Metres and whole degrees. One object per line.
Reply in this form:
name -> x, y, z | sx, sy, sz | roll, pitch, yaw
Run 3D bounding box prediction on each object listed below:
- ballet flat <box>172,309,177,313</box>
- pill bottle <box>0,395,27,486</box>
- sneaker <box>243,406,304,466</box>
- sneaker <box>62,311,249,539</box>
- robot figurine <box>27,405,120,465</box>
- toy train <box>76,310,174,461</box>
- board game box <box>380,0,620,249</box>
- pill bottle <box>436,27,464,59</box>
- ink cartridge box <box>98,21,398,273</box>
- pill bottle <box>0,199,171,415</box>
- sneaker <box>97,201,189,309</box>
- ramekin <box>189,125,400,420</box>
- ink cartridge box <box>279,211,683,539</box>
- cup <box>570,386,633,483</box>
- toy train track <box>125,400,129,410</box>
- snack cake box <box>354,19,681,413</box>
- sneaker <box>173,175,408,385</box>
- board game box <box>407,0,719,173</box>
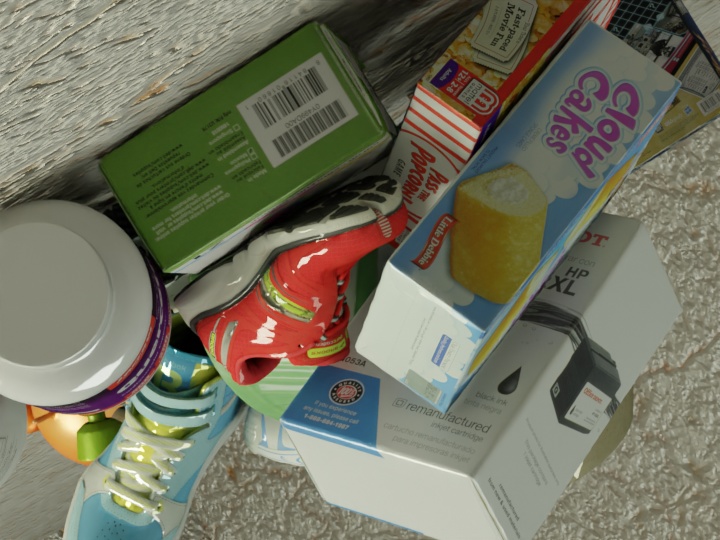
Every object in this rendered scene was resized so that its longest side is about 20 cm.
ballet flat -> -0.095, 0.004, 1.810 | 0.064, 0.076, 0.200 | -4, 129, -36
pill bottle -> -0.265, 0.087, 1.518 | 0.114, 0.115, 0.200 | -32, 175, 2
sneaker -> -0.026, 0.044, 1.767 | 0.072, 0.072, 0.200 | 103, 0, -57
sneaker -> -0.135, 0.108, 1.687 | 0.131, 0.079, 0.200 | 93, 22, -66
robot figurine -> -0.186, 0.091, 2.066 | 0.200, 0.144, 0.117 | -14, 123, -75
toy train -> -0.185, 0.078, 1.799 | 0.084, 0.116, 0.200 | -8, -176, 19
board game box -> 0.086, -0.117, 1.517 | 0.200, 0.046, 0.152 | -50, 171, -30
pill bottle -> 0.105, -0.110, 1.750 | 0.112, 0.113, 0.200 | -32, 176, 7
ink cartridge box -> -0.051, -0.065, 1.530 | 0.148, 0.076, 0.200 | -32, 174, 6
pill bottle -> -0.167, 0.022, 1.472 | 0.112, 0.113, 0.200 | -31, 176, -2
sneaker -> -0.127, -0.008, 1.676 | 0.080, 0.074, 0.200 | -27, 164, 33
ramekin -> 0.000, 0.000, 1.652 | 0.200, 0.200, 0.098 | -28, -160, -37
ink cartridge box -> 0.072, 0.054, 1.546 | 0.145, 0.084, 0.200 | 13, -125, 38
cup -> 0.108, 0.068, 1.816 | 0.200, 0.143, 0.200 | -32, -162, 12
toy train track -> -0.159, 0.056, 1.753 | 0.115, 0.032, 0.200 | -40, 137, -35
snack cake box -> 0.086, -0.030, 1.464 | 0.200, 0.067, 0.115 | -51, 170, -26
sneaker -> -0.025, 0.010, 1.505 | 0.077, 0.085, 0.200 | -31, 179, -38
board game box -> 0.151, -0.122, 1.872 | 0.200, 0.136, 0.035 | -33, 177, 19
